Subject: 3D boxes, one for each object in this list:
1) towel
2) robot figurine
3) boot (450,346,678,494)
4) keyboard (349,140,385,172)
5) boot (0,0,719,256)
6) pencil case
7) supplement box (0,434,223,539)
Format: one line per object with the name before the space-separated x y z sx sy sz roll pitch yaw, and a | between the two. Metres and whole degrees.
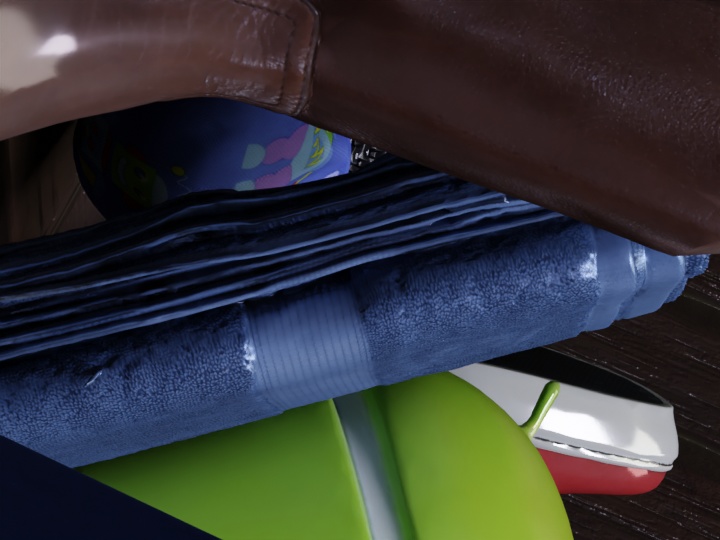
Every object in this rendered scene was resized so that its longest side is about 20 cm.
towel | -0.023 0.007 0.601 0.112 0.199 0.049 85 -10 -82
robot figurine | -0.033 0.089 0.686 0.116 0.199 0.176 137 -60 -84
boot | -0.010 0.086 0.781 0.072 0.199 0.145 -145 -119 -78
keyboard | 0.000 0.000 0.849 0.104 0.039 0.201 6 98 -76
boot | -0.002 -0.032 0.496 0.187 0.199 0.064 -60 169 -47
pencil case | -0.024 -0.089 0.666 0.087 0.078 0.200 -42 161 -35
supplement box | -0.088 0.142 0.413 0.134 0.199 0.200 -48 162 -67
